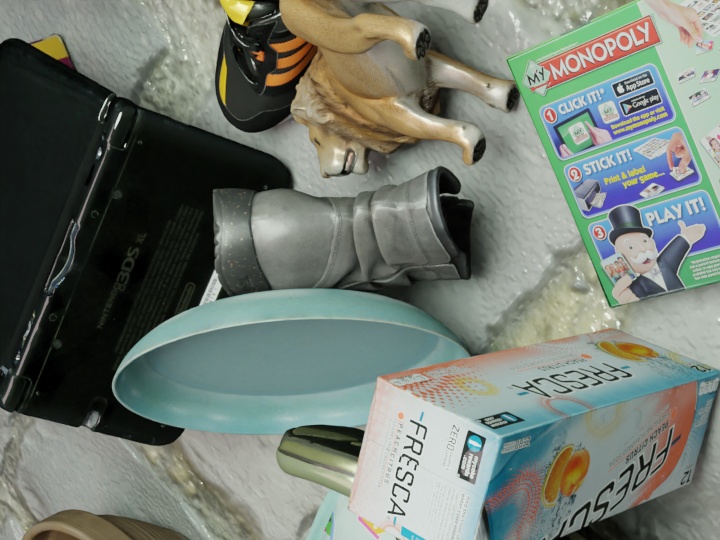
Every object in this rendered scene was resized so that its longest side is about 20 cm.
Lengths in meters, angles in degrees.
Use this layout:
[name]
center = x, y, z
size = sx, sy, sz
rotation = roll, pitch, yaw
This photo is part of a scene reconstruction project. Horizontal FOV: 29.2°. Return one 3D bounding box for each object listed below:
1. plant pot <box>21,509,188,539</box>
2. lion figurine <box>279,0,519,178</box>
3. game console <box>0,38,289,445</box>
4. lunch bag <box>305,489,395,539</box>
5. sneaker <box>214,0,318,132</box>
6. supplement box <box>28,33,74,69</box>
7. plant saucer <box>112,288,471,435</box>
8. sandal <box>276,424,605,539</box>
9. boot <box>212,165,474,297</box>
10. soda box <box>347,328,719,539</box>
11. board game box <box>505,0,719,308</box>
[plant pot]
center = -0.171, 0.265, 1.075
size = 0.201, 0.093, 0.201
rotation = 22, 125, 35
[lion figurine]
center = 0.003, -0.108, 0.672
size = 0.122, 0.072, 0.200
rotation = 22, 160, 23
[game console]
center = -0.168, -0.016, 0.861
size = 0.200, 0.176, 0.116
rotation = -66, 27, 12
[lunch bag]
center = 0.061, 0.170, 0.769
size = 0.170, 0.122, 0.200
rotation = 45, 138, 19
[sneaker]
center = -0.050, -0.141, 0.737
size = 0.070, 0.090, 0.200
rotation = 52, 137, 12
[supplement box]
center = -0.242, -0.043, 0.954
size = 0.103, 0.131, 0.200
rotation = -16, 99, 48
[plant saucer]
center = -0.038, 0.052, 0.774
size = 0.200, 0.200, 0.027
rotation = -34, 53, 49
[sandal]
center = 0.044, 0.129, 0.664
size = 0.201, 0.080, 0.057
rotation = 19, 94, 32
[boot]
center = 0.000, 0.000, 0.765
size = 0.132, 0.200, 0.070
rotation = -5, 79, 5
[soda box]
center = 0.086, 0.075, 0.630
size = 0.068, 0.200, 0.064
rotation = 23, 109, 36
[board game box]
center = 0.167, -0.066, 0.605
size = 0.200, 0.029, 0.135
rotation = -17, 97, 48
